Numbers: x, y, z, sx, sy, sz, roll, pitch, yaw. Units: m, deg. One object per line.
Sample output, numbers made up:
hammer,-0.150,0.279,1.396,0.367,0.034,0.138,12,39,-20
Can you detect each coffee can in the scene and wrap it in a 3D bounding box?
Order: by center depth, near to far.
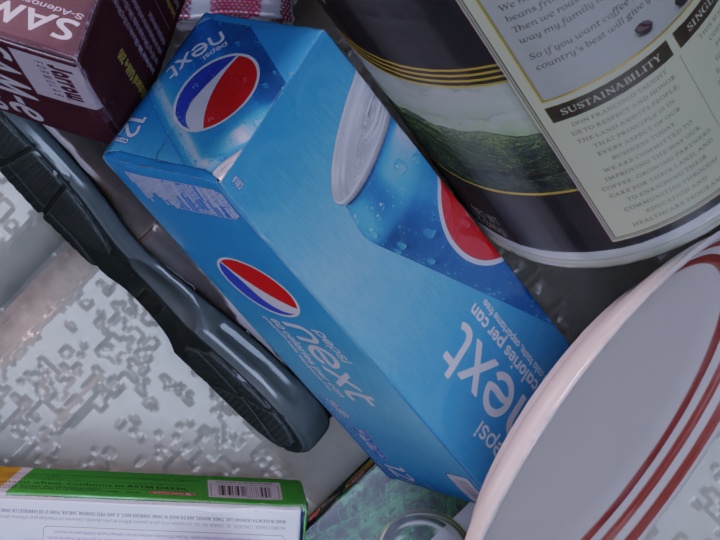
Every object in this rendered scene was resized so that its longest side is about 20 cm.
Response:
coffee can,0.055,-0.114,0.940,0.146,0.146,0.200,-36,137,2

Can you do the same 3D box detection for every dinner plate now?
dinner plate,0.089,0.060,1.025,0.024,0.200,0.200,37,95,23

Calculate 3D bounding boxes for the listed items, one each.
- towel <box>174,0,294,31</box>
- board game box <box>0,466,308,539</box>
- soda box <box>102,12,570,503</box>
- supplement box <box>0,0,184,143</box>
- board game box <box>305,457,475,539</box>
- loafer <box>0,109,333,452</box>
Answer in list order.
towel,-0.122,-0.155,1.020,0.199,0.030,0.147,-1,80,0
board game box,-0.102,0.177,1.070,0.152,0.040,0.201,4,99,-5
soda box,0.000,0.000,0.999,0.068,0.064,0.200,-56,132,-19
supplement box,-0.078,-0.153,0.949,0.061,0.109,0.201,17,79,8
board game box,-0.018,0.165,1.106,0.200,0.023,0.105,-45,97,3
loafer,-0.072,-0.021,1.055,0.063,0.072,0.200,-46,100,-17
